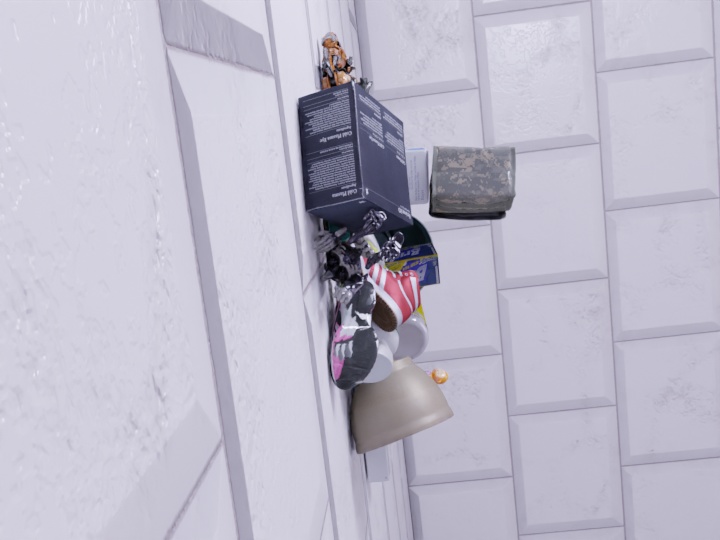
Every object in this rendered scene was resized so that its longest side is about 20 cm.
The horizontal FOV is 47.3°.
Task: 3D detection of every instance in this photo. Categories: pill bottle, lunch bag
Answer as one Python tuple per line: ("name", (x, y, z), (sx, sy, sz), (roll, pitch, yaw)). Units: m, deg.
("pill bottle", (0.014, 0.100, 1.514), (0.203, 0.110, 0.114), (-91, 173, -46))
("pill bottle", (0.090, 0.108, 1.847), (0.201, 0.107, 0.112), (-97, 179, -64))
("lunch bag", (0.214, -0.161, 1.611), (0.200, 0.160, 0.121), (71, 21, -78))

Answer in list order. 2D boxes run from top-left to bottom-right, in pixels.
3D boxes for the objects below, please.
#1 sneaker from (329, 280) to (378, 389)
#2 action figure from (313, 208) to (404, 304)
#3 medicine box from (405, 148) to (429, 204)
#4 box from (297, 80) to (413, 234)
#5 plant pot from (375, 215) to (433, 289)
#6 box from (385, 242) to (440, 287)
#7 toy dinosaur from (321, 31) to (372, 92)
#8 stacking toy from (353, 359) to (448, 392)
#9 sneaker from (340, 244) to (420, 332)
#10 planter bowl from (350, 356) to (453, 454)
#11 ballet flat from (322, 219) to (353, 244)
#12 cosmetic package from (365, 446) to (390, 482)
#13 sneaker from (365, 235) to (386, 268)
("sneaker", (-0.015, 0.113, 1.379), (0.087, 0.079, 0.203), (120, -16, -52))
("action figure", (-0.022, -0.019, 1.288), (0.120, 0.101, 0.199), (57, -38, 3))
("medicine box", (0.037, -0.186, 1.638), (0.182, 0.195, 0.106), (-71, 158, -80))
("box", (-0.005, -0.170, 1.310), (0.199, 0.102, 0.187), (21, 61, -62))
("plant pot", (0.047, -0.037, 1.817), (0.134, 0.196, 0.205), (-151, -130, -65))
("box", (0.063, 0.001, 1.696), (0.065, 0.195, 0.072), (-107, -172, -64))
("toy dinosaur", (-0.049, -0.379, 1.684), (0.136, 0.100, 0.205), (33, 67, -65))
("stacking toy", (0.082, 0.223, 1.679), (0.117, 0.195, 0.112), (-85, 168, -65))
("sneaker", (0.029, 0.005, 1.470), (0.112, 0.071, 0.202), (-28, 80, -45))
("planter bowl", (0.061, 0.245, 1.554), (0.200, 0.196, 0.137), (55, 13, -81))
("ballet flat", (-0.045, -0.121, 1.424), (0.075, 0.066, 0.205), (125, -33, -64))
("cosmetic package", (0.030, 0.350, 1.797), (0.083, 0.049, 0.205), (11, 73, -88))
("sneaker", (0.000, 0.000, 1.598), (0.076, 0.103, 0.202), (-110, 176, -55))
